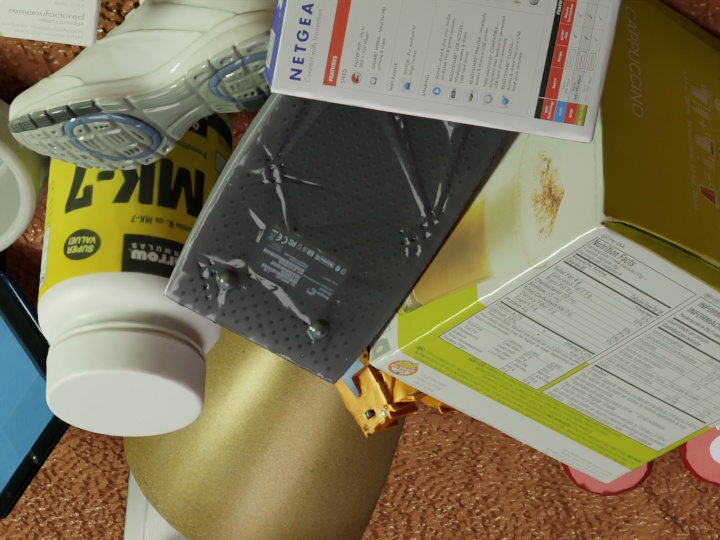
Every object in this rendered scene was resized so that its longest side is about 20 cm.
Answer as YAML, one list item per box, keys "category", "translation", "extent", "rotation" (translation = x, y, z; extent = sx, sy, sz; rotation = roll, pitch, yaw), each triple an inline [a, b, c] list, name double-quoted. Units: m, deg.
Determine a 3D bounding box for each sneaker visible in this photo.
- category: "sneaker"
  translation: [-0.118, -0.122, 1.533]
  extent: [0.199, 0.087, 0.075]
  rotation: [-19, 146, 17]
- category: "sneaker"
  translation: [-0.137, 0.187, 1.990]
  extent: [0.084, 0.073, 0.200]
  rotation: [7, 143, -3]

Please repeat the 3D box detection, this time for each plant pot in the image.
- category: "plant pot"
  translation: [-0.040, 0.068, 1.751]
  extent: [0.186, 0.187, 0.200]
  rotation: [15, 128, -18]

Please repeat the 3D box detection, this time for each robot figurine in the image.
- category: "robot figurine"
  translation: [0.000, 0.000, 1.608]
  extent: [0.058, 0.201, 0.145]
  rotation: [-38, 163, 37]

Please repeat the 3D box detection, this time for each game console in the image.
- category: "game console"
  translation: [-0.302, 0.075, 1.796]
  extent: [0.170, 0.119, 0.200]
  rotation: [7, 145, -24]

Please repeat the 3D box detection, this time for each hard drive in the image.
- category: "hard drive"
  translation: [-0.014, -0.047, 1.493]
  extent: [0.135, 0.042, 0.200]
  rotation: [28, 103, -22]

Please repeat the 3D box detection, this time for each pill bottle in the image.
- category: "pill bottle"
  translation: [-0.138, -0.008, 1.593]
  extent: [0.114, 0.201, 0.114]
  rotation: [1, 152, 0]

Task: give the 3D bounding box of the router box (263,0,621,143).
- category: "router box"
  translation: [0.054, -0.181, 1.377]
  extent: [0.178, 0.049, 0.201]
  rotation: [9, 104, -9]

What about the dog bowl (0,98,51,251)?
- category: "dog bowl"
  translation: [-0.290, -0.072, 1.643]
  extent: [0.199, 0.059, 0.200]
  rotation: [1, 145, 1]

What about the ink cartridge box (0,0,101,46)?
- category: "ink cartridge box"
  translation: [-0.193, -0.215, 1.424]
  extent: [0.116, 0.068, 0.200]
  rotation: [6, 145, -5]

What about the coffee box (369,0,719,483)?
- category: "coffee box"
  translation: [0.145, -0.025, 1.563]
  extent: [0.199, 0.201, 0.197]
  rotation: [28, 137, -31]

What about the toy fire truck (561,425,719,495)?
- category: "toy fire truck"
  translation: [0.201, 0.052, 1.773]
  extent: [0.199, 0.112, 0.169]
  rotation: [-6, 118, 13]
